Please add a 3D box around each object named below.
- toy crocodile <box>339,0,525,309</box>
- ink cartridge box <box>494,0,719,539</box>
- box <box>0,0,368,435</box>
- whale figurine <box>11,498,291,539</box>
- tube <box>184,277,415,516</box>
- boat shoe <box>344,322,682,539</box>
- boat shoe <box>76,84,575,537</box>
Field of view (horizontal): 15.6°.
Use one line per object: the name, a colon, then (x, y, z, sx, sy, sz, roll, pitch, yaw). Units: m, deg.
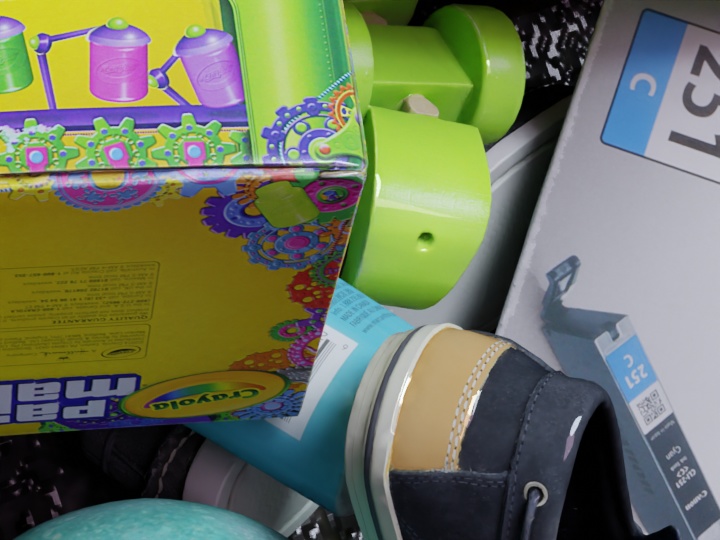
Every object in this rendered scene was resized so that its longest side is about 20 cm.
toy crocodile: (-0.012, -0.075, 0.747, 0.067, 0.062, 0.201, -1, 46, -33)
ink cartridge box: (0.129, 0.022, 0.748, 0.175, 0.045, 0.201, 19, 101, 8)
box: (-0.114, -0.071, 0.617, 0.198, 0.122, 0.194, -2, 62, -11)
whale figurine: (-0.048, 0.150, 0.637, 0.158, 0.104, 0.201, -13, 63, 1)
tube: (-0.073, -0.008, 0.695, 0.199, 0.051, 0.077, 32, 56, 16)
boat shoe: (0.052, 0.092, 0.678, 0.075, 0.062, 0.201, -64, 148, -36)
boat shoe: (0.000, 0.000, 0.766, 0.060, 0.076, 0.200, 28, 48, 26)
